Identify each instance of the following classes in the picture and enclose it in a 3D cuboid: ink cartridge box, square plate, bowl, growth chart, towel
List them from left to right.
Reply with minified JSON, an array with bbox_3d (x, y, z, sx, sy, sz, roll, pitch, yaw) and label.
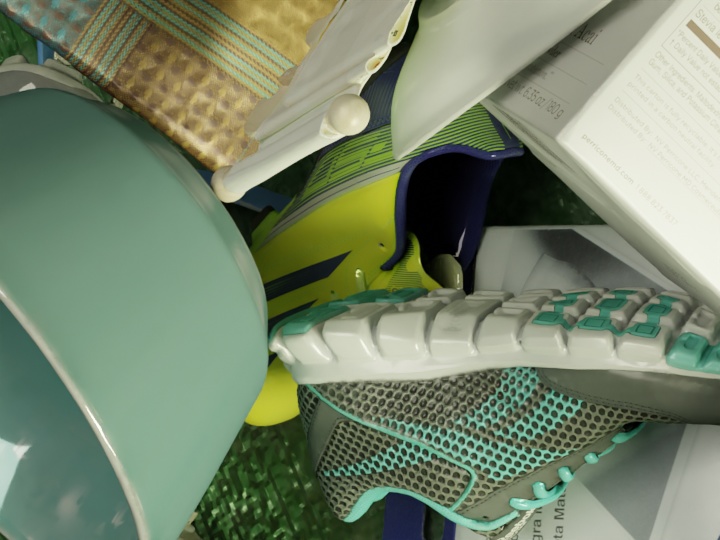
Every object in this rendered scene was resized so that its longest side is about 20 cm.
[{"bbox_3d":[-0.110,0.012,0.942,0.105,0.201,0.200,-40,51,-25],"label":"bowl"},{"bbox_3d":[-0.044,-0.153,0.971,0.201,0.146,0.022,-56,22,-5],"label":"towel"},{"bbox_3d":[0.019,-0.110,0.892,0.200,0.018,0.145,-56,13,-13],"label":"growth chart"},{"bbox_3d":[0.083,0.081,0.970,0.199,0.041,0.201,-2,79,34],"label":"ink cartridge box"},{"bbox_3d":[0.091,-0.150,0.874,0.200,0.028,0.199,-38,19,37],"label":"square plate"}]

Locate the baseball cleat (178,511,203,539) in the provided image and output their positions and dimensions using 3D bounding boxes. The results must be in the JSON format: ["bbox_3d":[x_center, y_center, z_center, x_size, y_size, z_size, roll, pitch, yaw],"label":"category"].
[{"bbox_3d":[-0.052,0.197,1.022,0.107,0.070,0.200,-54,53,21],"label":"baseball cleat"}]

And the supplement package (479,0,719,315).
[{"bbox_3d":[0.151,-0.094,0.863,0.200,0.120,0.121,-49,20,1],"label":"supplement package"}]

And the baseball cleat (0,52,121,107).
[{"bbox_3d":[-0.151,-0.018,1.073,0.069,0.200,0.107,24,70,-6],"label":"baseball cleat"}]

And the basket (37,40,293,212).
[{"bbox_3d":[-0.080,-0.127,1.079,0.176,0.139,0.201,12,121,36],"label":"basket"}]

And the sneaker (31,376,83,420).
[{"bbox_3d":[-0.123,0.083,1.074,0.075,0.104,0.201,23,95,34],"label":"sneaker"}]

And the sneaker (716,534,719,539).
[{"bbox_3d":[0.198,0.125,0.818,0.198,0.115,0.081,15,89,19],"label":"sneaker"}]

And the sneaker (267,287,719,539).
[{"bbox_3d":[0.063,0.055,0.932,0.199,0.077,0.092,0,103,31],"label":"sneaker"}]

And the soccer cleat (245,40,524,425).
[{"bbox_3d":[0.000,0.000,1.004,0.084,0.064,0.201,48,128,26],"label":"soccer cleat"}]
